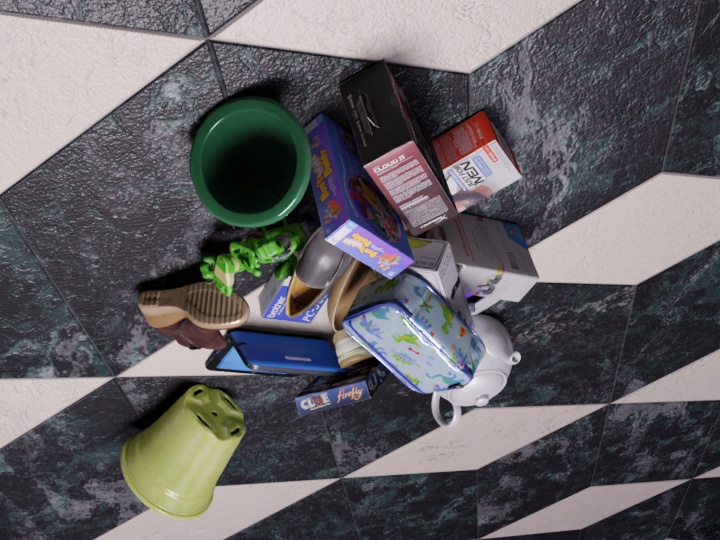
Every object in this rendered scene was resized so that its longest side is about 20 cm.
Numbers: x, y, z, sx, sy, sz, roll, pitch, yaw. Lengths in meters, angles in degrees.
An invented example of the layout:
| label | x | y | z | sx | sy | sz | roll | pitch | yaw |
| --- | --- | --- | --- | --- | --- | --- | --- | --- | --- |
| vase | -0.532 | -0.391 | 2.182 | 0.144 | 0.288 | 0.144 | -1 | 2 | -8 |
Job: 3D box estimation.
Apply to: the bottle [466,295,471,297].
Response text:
| label | x | y | z | sx | sy | sz | roll | pitch | yaw |
| --- | --- | --- | --- | --- | --- | --- | --- | --- | --- |
| bottle | 0.156 | 0.014 | 1.657 | 0.196 | 0.066 | 0.084 | -5 | 148 | -16 |

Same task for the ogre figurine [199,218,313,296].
| label | x | y | z | sx | sy | sz | roll | pitch | yaw |
| --- | --- | --- | --- | --- | --- | --- | --- | --- | --- |
| ogre figurine | -0.144 | -0.029 | 1.425 | 0.119 | 0.099 | 0.200 | -26 | 166 | -37 |

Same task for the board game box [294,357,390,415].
| label | x | y | z | sx | sy | sz | roll | pitch | yaw |
| --- | --- | --- | --- | --- | --- | --- | --- | --- | --- |
| board game box | -0.023 | 0.197 | 1.733 | 0.133 | 0.035 | 0.200 | -17 | -174 | 17 |

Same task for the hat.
| label | x | y | z | sx | sy | sz | roll | pitch | yaw |
| --- | --- | --- | --- | --- | --- | --- | --- | --- | --- |
| hat | -0.129 | -0.144 | 1.337 | 0.196 | 0.169 | 0.176 | -3 | -177 | 19 |

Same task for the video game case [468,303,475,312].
| label | x | y | z | sx | sy | sz | roll | pitch | yaw |
| --- | --- | --- | --- | --- | --- | --- | --- | --- | --- |
| video game case | 0.080 | 0.072 | 1.685 | 0.196 | 0.019 | 0.143 | -1 | 174 | -20 |

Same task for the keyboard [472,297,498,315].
| label | x | y | z | sx | sy | sz | roll | pitch | yaw |
| --- | --- | --- | --- | --- | --- | --- | --- | --- | --- |
| keyboard | 0.224 | 0.054 | 1.723 | 0.055 | 0.011 | 0.200 | -15 | 168 | -23 |

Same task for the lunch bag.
| label | x | y | z | sx | sy | sz | roll | pitch | yaw |
| --- | --- | --- | --- | --- | --- | --- | --- | --- | --- |
| lunch bag | 0.079 | 0.101 | 1.477 | 0.200 | 0.083 | 0.160 | 44 | 147 | -20 |

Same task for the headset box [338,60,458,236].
| label | x | y | z | sx | sy | sz | roll | pitch | yaw |
| --- | --- | --- | --- | --- | --- | --- | --- | --- | --- |
| headset box | 0.048 | -0.165 | 1.298 | 0.076 | 0.151 | 0.200 | -26 | 145 | 13 |

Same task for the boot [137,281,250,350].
| label | x | y | z | sx | sy | sz | roll | pitch | yaw |
| --- | --- | --- | --- | --- | --- | --- | --- | --- | --- |
| boot | -0.241 | 0.080 | 1.546 | 0.196 | 0.074 | 0.167 | 5 | 156 | 20 |

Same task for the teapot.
| label | x | y | z | sx | sy | sz | roll | pitch | yaw |
| --- | --- | --- | --- | --- | --- | --- | --- | --- | --- |
| teapot | 0.208 | 0.192 | 1.851 | 0.194 | 0.148 | 0.201 | -20 | 146 | 5 |

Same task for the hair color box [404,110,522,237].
| label | x | y | z | sx | sy | sz | roll | pitch | yaw |
| --- | --- | --- | --- | --- | --- | --- | --- | --- | --- |
| hair color box | 0.126 | -0.137 | 1.443 | 0.198 | 0.065 | 0.111 | -29 | 144 | 18 |

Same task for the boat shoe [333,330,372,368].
| label | x | y | z | sx | sy | sz | roll | pitch | yaw |
| --- | --- | --- | --- | --- | --- | --- | --- | --- | --- |
| boat shoe | 0.003 | 0.124 | 1.719 | 0.073 | 0.067 | 0.200 | -24 | 174 | 11 |

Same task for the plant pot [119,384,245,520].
| label | x | y | z | sx | sy | sz | roll | pitch | yaw |
| --- | --- | --- | --- | --- | --- | --- | --- | --- | --- |
| plant pot | -0.311 | 0.319 | 1.794 | 0.198 | 0.202 | 0.185 | 19 | 121 | -39 |

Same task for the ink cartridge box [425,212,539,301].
| label | x | y | z | sx | sy | sz | roll | pitch | yaw |
| --- | --- | --- | --- | --- | --- | --- | --- | --- | --- |
| ink cartridge box | 0.180 | -0.025 | 1.571 | 0.197 | 0.117 | 0.068 | 10 | 138 | -31 |

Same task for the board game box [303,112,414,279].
| label | x | y | z | sx | sy | sz | roll | pitch | yaw |
| --- | --- | --- | --- | --- | --- | --- | --- | --- | --- |
| board game box | -0.006 | -0.101 | 1.309 | 0.045 | 0.202 | 0.134 | -36 | 137 | 24 |

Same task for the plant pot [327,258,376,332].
| label | x | y | z | sx | sy | sz | roll | pitch | yaw |
| --- | --- | --- | --- | --- | --- | --- | --- | --- | --- |
| plant pot | 0.000 | 0.000 | 1.512 | 0.027 | 0.201 | 0.202 | 27 | 145 | 14 |

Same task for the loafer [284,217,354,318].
| label | x | y | z | sx | sy | sz | roll | pitch | yaw |
| --- | --- | --- | --- | --- | --- | --- | --- | --- | --- |
| loafer | -0.058 | -0.002 | 1.370 | 0.072 | 0.073 | 0.201 | 29 | 140 | 5 |

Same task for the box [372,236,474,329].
| label | x | y | z | sx | sy | sz | roll | pitch | yaw |
| --- | --- | --- | --- | --- | --- | --- | --- | --- | --- |
| box | 0.099 | 0.038 | 1.505 | 0.115 | 0.061 | 0.201 | 8 | 142 | 29 |

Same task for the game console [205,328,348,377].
| label | x | y | z | sx | sy | sz | roll | pitch | yaw |
| --- | --- | --- | --- | --- | --- | --- | --- | --- | --- |
| game console | -0.148 | 0.174 | 1.713 | 0.197 | 0.171 | 0.120 | 8 | 112 | -31 |

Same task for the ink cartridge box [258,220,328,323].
| label | x | y | z | sx | sy | sz | roll | pitch | yaw |
| --- | --- | --- | --- | --- | --- | --- | --- | --- | --- |
| ink cartridge box | -0.084 | 0.007 | 1.567 | 0.093 | 0.045 | 0.201 | 7 | 138 | -28 |
